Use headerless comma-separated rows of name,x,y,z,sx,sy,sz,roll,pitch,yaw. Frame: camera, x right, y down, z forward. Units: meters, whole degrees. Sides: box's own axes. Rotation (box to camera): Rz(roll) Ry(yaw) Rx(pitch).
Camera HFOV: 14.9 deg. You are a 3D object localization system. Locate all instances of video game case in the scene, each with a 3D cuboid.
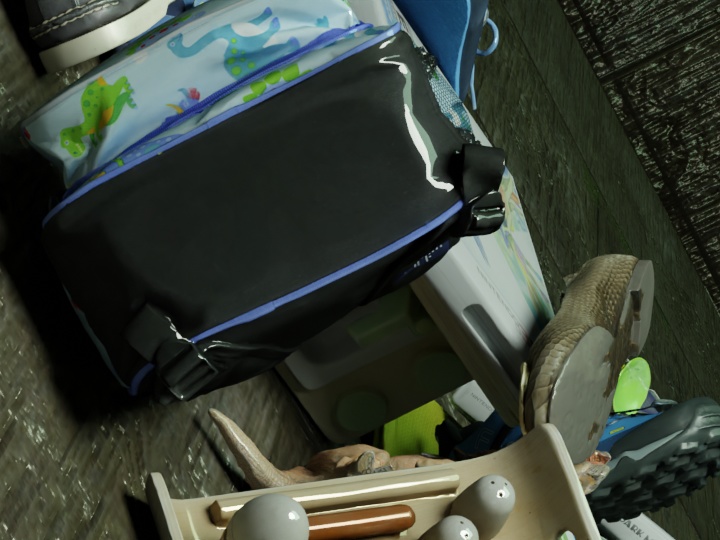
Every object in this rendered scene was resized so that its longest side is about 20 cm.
video game case,0.149,0.148,1.591,0.182,0.023,0.200,39,-3,28
video game case,0.053,-0.029,1.389,0.182,0.022,0.201,52,17,-44

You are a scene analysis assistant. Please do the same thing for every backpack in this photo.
backpack,-0.043,-0.040,1.168,0.148,0.182,0.200,61,0,4

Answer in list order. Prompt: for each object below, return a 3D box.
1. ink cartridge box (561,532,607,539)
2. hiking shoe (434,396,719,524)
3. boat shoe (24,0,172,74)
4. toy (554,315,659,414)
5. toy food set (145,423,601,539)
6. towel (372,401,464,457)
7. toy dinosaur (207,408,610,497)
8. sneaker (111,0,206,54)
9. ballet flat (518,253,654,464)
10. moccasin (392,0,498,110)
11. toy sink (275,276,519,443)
ink cartridge box,0.075,0.174,1.405,0.060,0.103,0.200,68,13,20
hiking shoe,0.106,0.091,1.438,0.074,0.199,0.087,8,65,-44
boat shoe,-0.119,-0.151,1.329,0.063,0.072,0.200,64,17,-13
toy,0.075,0.052,1.605,0.115,0.199,0.047,49,61,-48
toy food set,0.019,0.137,1.131,0.199,0.060,0.144,-5,61,-29
towel,0.075,0.139,1.557,0.200,0.018,0.086,42,34,-32
toy dinosaur,0.016,0.111,1.287,0.199,0.086,0.136,16,13,-7
sneaker,-0.077,-0.119,1.416,0.074,0.082,0.200,62,13,-21
ballet flat,0.102,0.039,1.330,0.200,0.046,0.068,-51,144,-63
moccasin,0.044,-0.133,1.482,0.080,0.068,0.200,30,-27,-1
toy sink,0.000,0.000,1.426,0.131,0.112,0.201,54,15,-36
